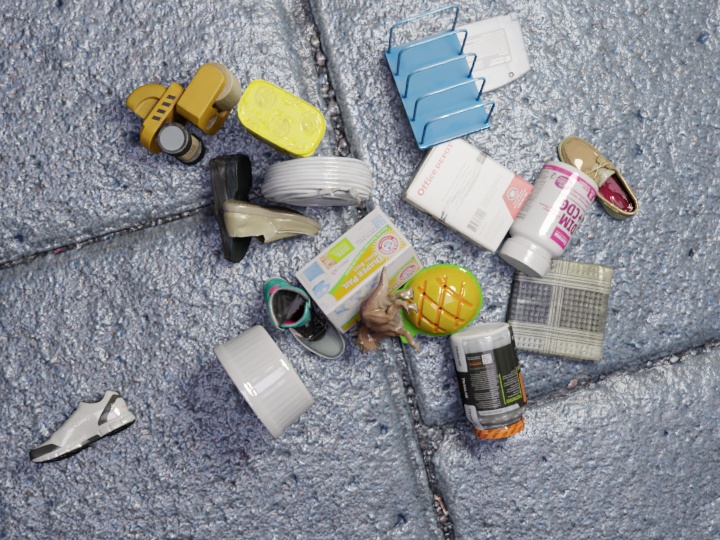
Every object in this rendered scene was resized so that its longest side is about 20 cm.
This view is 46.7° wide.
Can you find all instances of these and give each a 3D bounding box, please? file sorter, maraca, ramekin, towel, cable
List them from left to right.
[{"bbox_3d":[-0.171,0.194,1.498,0.098,0.200,0.201,-34,96,-10],"label":"ramekin"},{"bbox_3d":[-0.078,-0.155,1.480,0.199,0.200,0.070,0,89,16],"label":"cable"},{"bbox_3d":[0.130,0.063,1.563,0.199,0.107,0.138,-21,99,12],"label":"maraca"},{"bbox_3d":[0.139,-0.341,1.467,0.138,0.123,0.201,-18,80,-3],"label":"file sorter"},{"bbox_3d":[0.387,0.074,1.627,0.199,0.035,0.194,9,90,-4],"label":"towel"}]

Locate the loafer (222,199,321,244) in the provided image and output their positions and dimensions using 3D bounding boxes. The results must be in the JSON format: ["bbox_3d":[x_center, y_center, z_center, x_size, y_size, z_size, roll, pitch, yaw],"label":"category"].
[{"bbox_3d":[-0.164,-0.082,1.514,0.199,0.076,0.069,9,101,-34],"label":"loafer"}]

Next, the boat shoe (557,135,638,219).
[{"bbox_3d":[0.461,-0.181,1.594,0.200,0.066,0.074,44,89,-7],"label":"boat shoe"}]

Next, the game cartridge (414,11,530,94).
[{"bbox_3d":[0.214,-0.398,1.572,0.199,0.042,0.134,-15,99,-4],"label":"game cartridge"}]

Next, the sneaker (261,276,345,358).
[{"bbox_3d":[-0.102,0.093,1.531,0.200,0.121,0.084,44,90,-8],"label":"sneaker"}]

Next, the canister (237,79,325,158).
[{"bbox_3d":[-0.139,-0.258,1.464,0.148,0.200,0.087,28,91,-7],"label":"canister"}]

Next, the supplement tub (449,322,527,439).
[{"bbox_3d":[0.244,0.207,1.572,0.122,0.123,0.201,-12,95,-5],"label":"supplement tub"}]

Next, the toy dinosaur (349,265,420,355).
[{"bbox_3d":[0.032,0.085,1.490,0.135,0.086,0.200,-5,137,13],"label":"toy dinosaur"}]

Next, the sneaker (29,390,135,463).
[{"bbox_3d":[-0.519,0.291,1.539,0.199,0.074,0.080,-27,82,-8],"label":"sneaker"}]

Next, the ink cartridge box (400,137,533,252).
[{"bbox_3d":[0.197,-0.147,1.562,0.200,0.083,0.147,32,90,-6],"label":"ink cartridge box"}]

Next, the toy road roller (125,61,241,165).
[{"bbox_3d":[-0.322,-0.296,1.487,0.146,0.123,0.200,36,91,4],"label":"toy road roller"}]

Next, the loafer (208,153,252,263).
[{"bbox_3d":[-0.242,-0.115,1.539,0.072,0.073,0.201,5,96,23],"label":"loafer"}]

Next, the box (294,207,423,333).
[{"bbox_3d":[0.000,0.000,1.524,0.200,0.101,0.113,-40,61,-2],"label":"box"}]

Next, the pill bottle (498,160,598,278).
[{"bbox_3d":[0.349,-0.093,1.559,0.113,0.113,0.201,31,87,-7],"label":"pill bottle"}]
